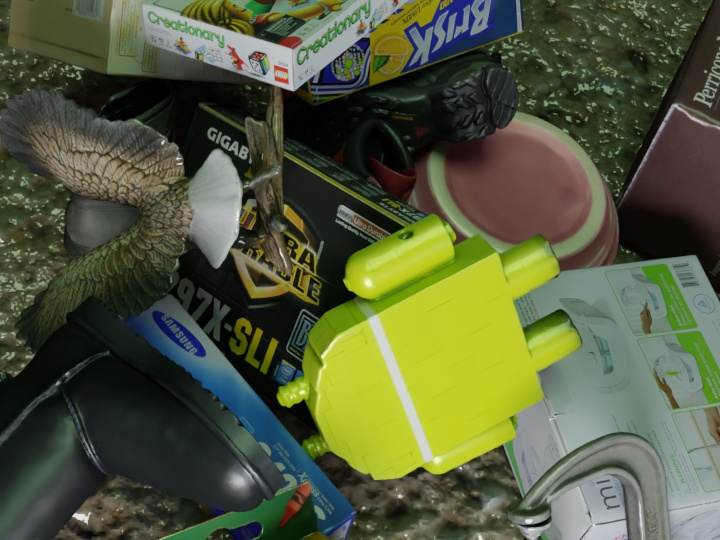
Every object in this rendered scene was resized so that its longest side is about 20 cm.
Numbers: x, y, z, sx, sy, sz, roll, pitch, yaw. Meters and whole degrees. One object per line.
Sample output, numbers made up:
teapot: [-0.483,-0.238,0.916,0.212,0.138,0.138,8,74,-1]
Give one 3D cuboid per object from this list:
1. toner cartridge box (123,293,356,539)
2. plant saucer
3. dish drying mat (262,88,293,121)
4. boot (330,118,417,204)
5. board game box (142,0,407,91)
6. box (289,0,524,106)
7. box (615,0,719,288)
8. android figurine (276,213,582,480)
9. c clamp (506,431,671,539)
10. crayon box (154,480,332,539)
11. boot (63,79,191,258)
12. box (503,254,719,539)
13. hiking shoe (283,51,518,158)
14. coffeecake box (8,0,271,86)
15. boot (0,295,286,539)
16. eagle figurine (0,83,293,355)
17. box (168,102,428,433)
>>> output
toner cartridge box: [-0.088,0.119,0.821,0.043,0.095,0.200,-30,66,-31]
plant saucer: [0.121,-0.058,0.999,0.198,0.051,0.202,7,55,-10]
dish drying mat: [-0.051,-0.101,1.004,0.076,0.018,0.201,21,60,8]
boot: [0.000,0.000,0.881,0.072,0.144,0.202,4,69,-27]
board game box: [-0.044,-0.201,0.876,0.125,0.035,0.200,20,43,24]
box: [0.029,-0.195,0.955,0.198,0.065,0.070,-23,34,-22]
box: [0.342,-0.090,1.033,0.198,0.165,0.167,26,52,7]
android figurine: [0.044,0.058,0.791,0.199,0.183,0.041,-28,31,-6]
c clamp: [0.134,0.206,0.771,0.169,0.202,0.027,-10,14,-24]
crayon box: [-0.054,0.237,0.691,0.126,0.051,0.202,-18,103,-24]
boot: [-0.149,-0.095,0.941,0.068,0.131,0.200,37,54,17]
box: [0.196,0.101,0.899,0.174,0.097,0.201,-8,56,-18]
hiking shoe: [0.025,-0.132,0.989,0.198,0.076,0.101,-9,26,3]
coffeecake box: [-0.151,-0.195,0.969,0.199,0.074,0.153,-4,18,-44]
boot: [-0.157,0.114,0.673,0.198,0.074,0.162,32,67,34]
eagle figurine: [-0.145,-0.034,0.797,0.197,0.152,0.153,-3,44,-1]
box: [-0.056,-0.003,0.858,0.199,0.161,0.049,32,22,25]
